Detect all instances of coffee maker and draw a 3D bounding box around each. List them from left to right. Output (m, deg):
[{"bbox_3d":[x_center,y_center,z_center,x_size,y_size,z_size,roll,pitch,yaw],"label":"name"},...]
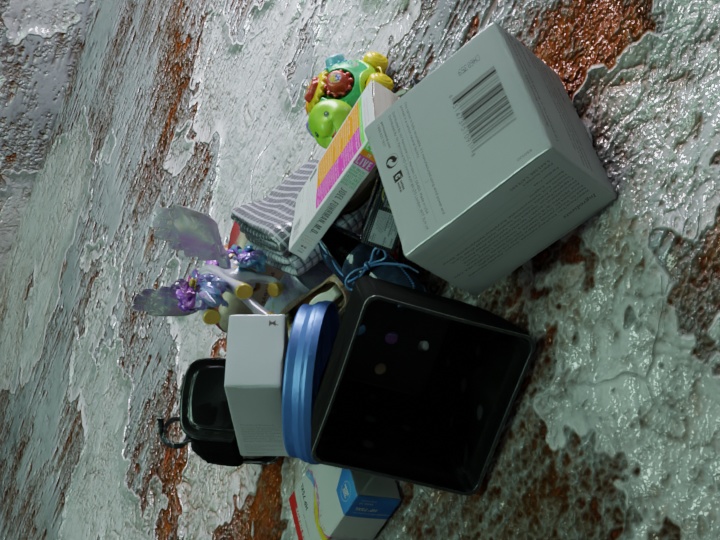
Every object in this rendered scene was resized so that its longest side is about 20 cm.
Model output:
[{"bbox_3d":[-0.204,0.213,1.734,0.200,0.192,0.135,87,163,-69],"label":"coffee maker"}]

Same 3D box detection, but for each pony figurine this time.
[{"bbox_3d":[-0.204,0.013,1.683,0.200,0.193,0.167,46,122,58],"label":"pony figurine"}]

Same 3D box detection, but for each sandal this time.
[{"bbox_3d":[0.015,-0.165,1.614,0.200,0.055,0.082,-50,49,-6],"label":"sandal"}]

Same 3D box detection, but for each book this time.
[{"bbox_3d":[-0.023,-0.124,1.507,0.200,0.048,0.134,-52,17,28],"label":"book"}]

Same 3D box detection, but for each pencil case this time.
[{"bbox_3d":[-0.105,0.061,1.789,0.200,0.083,0.091,-57,30,36],"label":"pencil case"}]

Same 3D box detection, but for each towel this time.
[{"bbox_3d":[-0.082,-0.084,1.723,0.166,0.086,0.200,-42,25,-13],"label":"towel"}]

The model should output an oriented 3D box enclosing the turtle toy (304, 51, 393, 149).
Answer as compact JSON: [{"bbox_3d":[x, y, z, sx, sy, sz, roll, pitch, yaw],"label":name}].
[{"bbox_3d":[-0.026,-0.229,1.699,0.200,0.101,0.146,-97,30,-58],"label":"turtle toy"}]

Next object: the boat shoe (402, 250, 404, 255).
[{"bbox_3d":[0.119,-0.066,1.434,0.200,0.066,0.074,-53,37,39],"label":"boat shoe"}]

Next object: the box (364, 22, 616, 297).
[{"bbox_3d":[0.134,-0.117,1.298,0.200,0.131,0.199,-38,47,25],"label":"box"}]

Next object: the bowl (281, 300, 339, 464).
[{"bbox_3d":[-0.060,0.135,1.486,0.201,0.039,0.201,5,-90,-82],"label":"bowl"}]

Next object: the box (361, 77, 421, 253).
[{"bbox_3d":[0.053,-0.135,1.507,0.160,0.044,0.200,-86,16,-78],"label":"box"}]

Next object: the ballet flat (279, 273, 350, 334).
[{"bbox_3d":[-0.074,0.063,1.681,0.068,0.067,0.200,46,122,4],"label":"ballet flat"}]

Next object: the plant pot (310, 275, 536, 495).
[{"bbox_3d":[0.053,0.111,1.378,0.177,0.199,0.200,-119,46,-69],"label":"plant pot"}]

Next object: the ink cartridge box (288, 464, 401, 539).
[{"bbox_3d":[-0.031,0.311,1.575,0.200,0.067,0.116,-59,33,33],"label":"ink cartridge box"}]

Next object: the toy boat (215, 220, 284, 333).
[{"bbox_3d":[-0.184,-0.005,1.888,0.131,0.130,0.200,26,104,37],"label":"toy boat"}]

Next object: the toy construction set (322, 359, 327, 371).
[{"bbox_3d":[-0.047,0.159,1.649,0.200,0.092,0.131,-60,31,11],"label":"toy construction set"}]

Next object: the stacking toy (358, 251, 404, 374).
[{"bbox_3d":[0.027,0.047,1.561,0.085,0.085,0.200,-45,38,47],"label":"stacking toy"}]

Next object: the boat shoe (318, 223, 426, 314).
[{"bbox_3d":[0.000,0.000,1.519,0.084,0.069,0.200,-50,43,-11],"label":"boat shoe"}]

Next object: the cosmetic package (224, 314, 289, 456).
[{"bbox_3d":[-0.123,0.147,1.511,0.200,0.071,0.102,89,-179,-57],"label":"cosmetic package"}]
